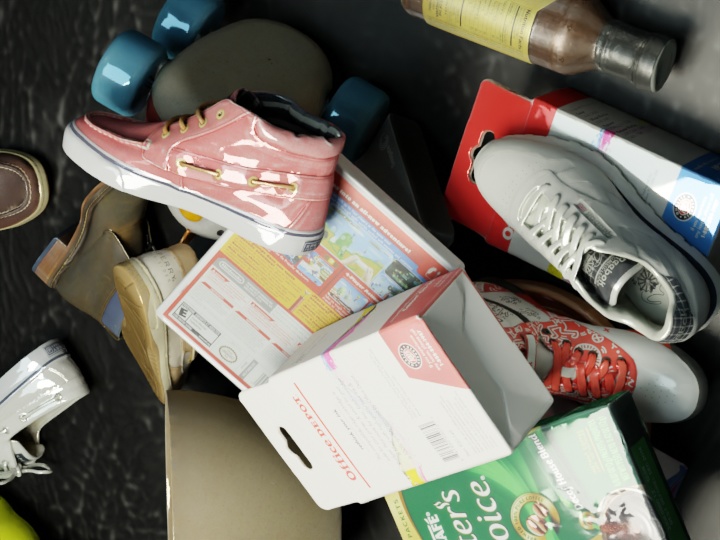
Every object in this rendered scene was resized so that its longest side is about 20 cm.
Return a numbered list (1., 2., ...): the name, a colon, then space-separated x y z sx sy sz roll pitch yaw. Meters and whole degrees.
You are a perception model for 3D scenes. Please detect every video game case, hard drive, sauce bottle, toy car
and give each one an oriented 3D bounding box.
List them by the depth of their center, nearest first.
1. sauce bottle: 0.127 -0.178 1.397 0.200 0.065 0.065 24 114 21
2. video game case: -0.039 0.014 1.415 0.143 0.017 0.200 42 122 -4
3. hard drive: 0.000 0.000 1.483 0.200 0.033 0.140 -57 30 31
4. toy car: -0.108 -0.079 1.510 0.184 0.177 0.200 30 129 8

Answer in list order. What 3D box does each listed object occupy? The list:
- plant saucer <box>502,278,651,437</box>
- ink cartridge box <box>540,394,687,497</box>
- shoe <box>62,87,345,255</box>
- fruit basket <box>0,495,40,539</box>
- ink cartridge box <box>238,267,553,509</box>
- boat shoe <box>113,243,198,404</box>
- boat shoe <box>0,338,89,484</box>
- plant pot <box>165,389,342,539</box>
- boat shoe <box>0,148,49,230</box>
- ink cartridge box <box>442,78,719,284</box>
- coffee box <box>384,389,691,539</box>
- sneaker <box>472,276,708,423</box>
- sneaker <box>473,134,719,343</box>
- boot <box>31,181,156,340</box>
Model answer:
1. plant saucer: 0.127 0.104 1.488 0.200 0.032 0.201 8 106 29
2. ink cartridge box: 0.137 0.204 1.447 0.136 0.076 0.201 30 117 21
3. shoe: -0.106 -0.090 1.351 0.200 0.071 0.091 23 115 14
4. fruit basket: -0.321 0.296 1.730 0.215 0.215 0.156 19 111 25
5. ink cartridge box: 0.020 0.087 1.365 0.200 0.068 0.117 -24 106 44
6. boat shoe: -0.150 0.043 1.581 0.074 0.069 0.200 55 163 21
7. boat shoe: -0.308 0.151 1.737 0.202 0.075 0.086 -41 83 22
8. plant pot: -0.086 0.192 1.562 0.134 0.200 0.201 -2 104 -7
9. boat shoe: -0.361 -0.064 1.706 0.199 0.072 0.072 1 103 30
10. ink cartridge box: 0.167 -0.053 1.402 0.200 0.067 0.117 28 115 22
11. coffee box: 0.120 0.171 1.376 0.200 0.044 0.123 -22 91 33
12. sneaker: 0.137 0.069 1.390 0.201 0.108 0.067 24 114 23
13. sneaker: 0.153 -0.024 1.331 0.200 0.080 0.077 37 120 19
14. boot: -0.185 -0.027 1.621 0.097 0.075 0.200 46 131 1
